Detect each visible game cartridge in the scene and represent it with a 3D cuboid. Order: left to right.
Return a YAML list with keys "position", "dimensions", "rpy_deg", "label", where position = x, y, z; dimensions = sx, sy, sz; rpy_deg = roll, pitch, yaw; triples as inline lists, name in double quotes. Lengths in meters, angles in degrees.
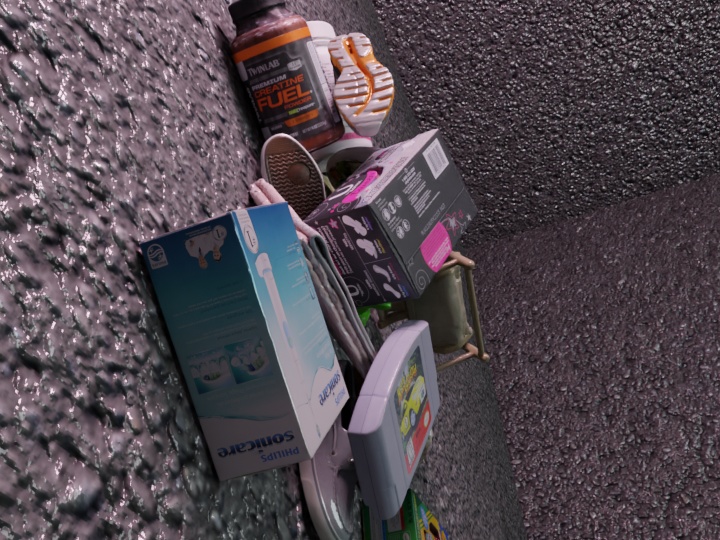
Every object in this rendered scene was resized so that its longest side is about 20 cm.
- position: [0.042, 0.147, 0.746]
  dimensions: [0.200, 0.041, 0.134]
  rpy_deg: [-56, 136, -54]
  label: "game cartridge"

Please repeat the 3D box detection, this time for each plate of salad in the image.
- position: [0.040, -0.111, 1.012]
  dimensions: [0.200, 0.199, 0.048]
  rpy_deg: [56, 49, -52]
  label: "plate of salad"

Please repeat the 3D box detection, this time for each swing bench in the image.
- position: [0.097, 0.041, 1.110]
  dimensions: [0.200, 0.129, 0.200]
  rpy_deg: [-124, -164, -54]
  label: "swing bench"

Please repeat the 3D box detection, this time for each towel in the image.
- position: [-0.050, 0.007, 0.776]
  dimensions: [0.191, 0.032, 0.201]
  rpy_deg: [45, -17, 57]
  label: "towel"

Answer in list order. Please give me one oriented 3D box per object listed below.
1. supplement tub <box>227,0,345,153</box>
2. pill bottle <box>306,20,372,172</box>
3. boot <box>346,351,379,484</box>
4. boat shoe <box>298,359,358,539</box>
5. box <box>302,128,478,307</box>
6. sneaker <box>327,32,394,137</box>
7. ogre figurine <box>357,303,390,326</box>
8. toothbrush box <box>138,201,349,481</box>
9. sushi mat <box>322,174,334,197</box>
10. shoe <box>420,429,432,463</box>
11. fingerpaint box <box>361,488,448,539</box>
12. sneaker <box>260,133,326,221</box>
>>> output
- position: [-0.100, -0.250, 0.884]
  dimensions: [0.107, 0.106, 0.201]
  rpy_deg: [-71, 141, -69]
  label: "supplement tub"
- position: [-0.060, -0.260, 1.039]
  dimensions: [0.113, 0.113, 0.201]
  rpy_deg: [5, 69, -76]
  label: "pill bottle"
- position: [0.019, 0.157, 0.889]
  dimensions: [0.156, 0.072, 0.201]
  rpy_deg: [-84, 169, -60]
  label: "boot"
- position: [-0.023, 0.186, 0.732]
  dimensions: [0.070, 0.071, 0.202]
  rpy_deg: [53, 23, -56]
  label: "boat shoe"
- position: [0.040, -0.066, 0.854]
  dimensions: [0.133, 0.114, 0.200]
  rpy_deg: [60, 42, -20]
  label: "box"
- position: [0.002, -0.236, 0.917]
  dimensions: [0.078, 0.078, 0.201]
  rpy_deg: [83, -1, -48]
  label: "sneaker"
- position: [0.000, 0.000, 0.979]
  dimensions: [0.098, 0.200, 0.121]
  rpy_deg: [16, 49, -19]
  label: "ogre figurine"
- position: [-0.089, 0.051, 0.592]
  dimensions: [0.146, 0.085, 0.201]
  rpy_deg: [-43, 115, -76]
  label: "toothbrush box"
- position: [-0.041, -0.108, 1.053]
  dimensions: [0.096, 0.012, 0.200]
  rpy_deg: [60, 8, 4]
  label: "sushi mat"
- position: [0.076, 0.226, 0.971]
  dimensions: [0.201, 0.053, 0.070]
  rpy_deg: [96, -1, -52]
  label: "shoe"
- position: [0.069, 0.399, 0.846]
  dimensions: [0.167, 0.073, 0.201]
  rpy_deg: [60, 19, -45]
  label: "fingerpaint box"
- position: [-0.078, -0.076, 0.883]
  dimensions: [0.201, 0.073, 0.085]
  rpy_deg: [65, -19, -17]
  label: "sneaker"
